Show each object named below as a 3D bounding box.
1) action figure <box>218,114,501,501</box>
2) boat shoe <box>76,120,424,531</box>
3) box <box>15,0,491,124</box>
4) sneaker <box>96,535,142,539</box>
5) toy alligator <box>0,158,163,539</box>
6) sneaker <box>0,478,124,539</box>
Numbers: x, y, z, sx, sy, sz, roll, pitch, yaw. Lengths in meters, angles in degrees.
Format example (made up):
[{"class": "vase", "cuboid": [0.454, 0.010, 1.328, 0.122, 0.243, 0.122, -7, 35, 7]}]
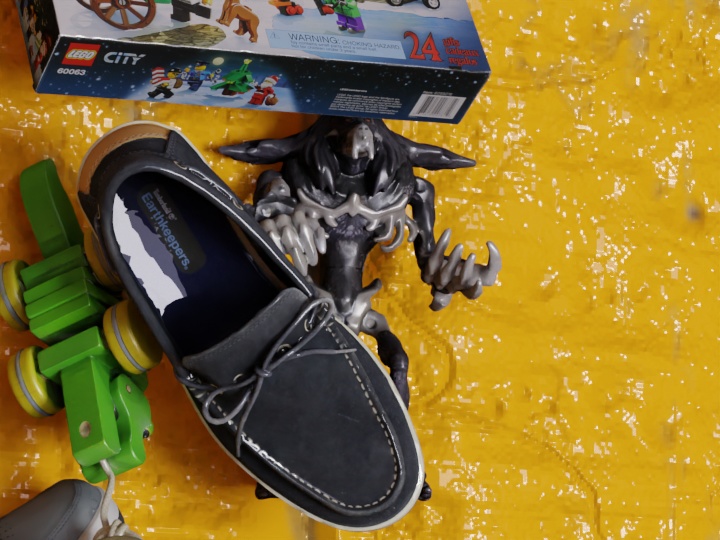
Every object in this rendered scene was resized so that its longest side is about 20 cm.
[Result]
[{"class": "action figure", "cuboid": [0.000, 0.000, 1.134, 0.119, 0.102, 0.200, 2, 84, -15]}, {"class": "boat shoe", "cuboid": [-0.045, 0.028, 1.049, 0.075, 0.062, 0.200, -35, 102, 1]}, {"class": "box", "cuboid": [-0.054, -0.133, 1.123, 0.200, 0.038, 0.137, 2, 53, -27]}, {"class": "sneaker", "cuboid": [-0.152, 0.157, 0.950, 0.200, 0.089, 0.077, -34, 65, -19]}, {"class": "toy alligator", "cuboid": [-0.107, 0.047, 1.079, 0.054, 0.059, 0.200, 36, 33, -59]}, {"class": "sneaker", "cuboid": [-0.198, 0.115, 1.030, 0.200, 0.084, 0.121, -38, 110, -25]}]
